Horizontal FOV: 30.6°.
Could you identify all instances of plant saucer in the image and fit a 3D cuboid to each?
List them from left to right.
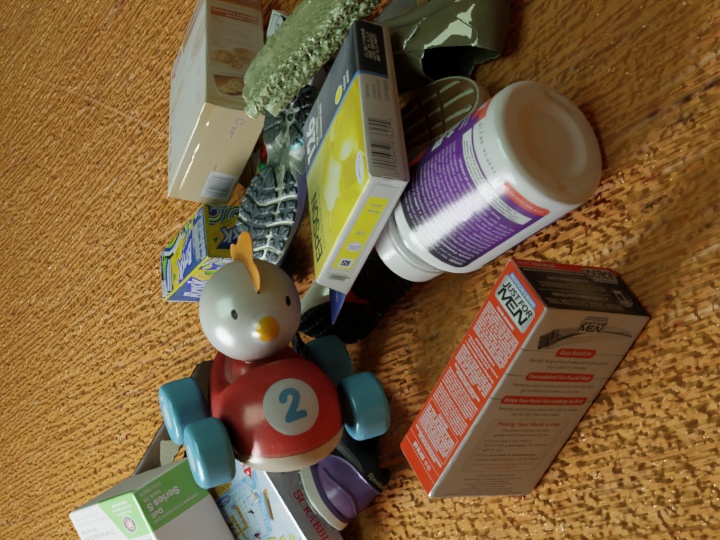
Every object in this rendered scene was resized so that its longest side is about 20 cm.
[{"bbox_3d":[-0.211,0.181,1.494,0.201,0.034,0.200,-60,3,5],"label":"plant saucer"}]

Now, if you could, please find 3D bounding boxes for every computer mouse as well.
[{"bbox_3d":[-0.075,0.030,1.404,0.059,0.034,0.200,119,145,-46],"label":"computer mouse"}]

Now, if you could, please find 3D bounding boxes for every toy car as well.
[{"bbox_3d":[-0.092,0.066,1.207,0.177,0.184,0.200,-138,37,-60],"label":"toy car"}]

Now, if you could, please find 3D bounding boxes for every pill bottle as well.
[{"bbox_3d":[0.097,-0.065,1.104,0.200,0.111,0.112,-35,58,48],"label":"pill bottle"}]

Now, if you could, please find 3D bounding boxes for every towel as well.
[{"bbox_3d":[-0.048,-0.241,1.316,0.200,0.036,0.148,-46,22,10],"label":"towel"}]

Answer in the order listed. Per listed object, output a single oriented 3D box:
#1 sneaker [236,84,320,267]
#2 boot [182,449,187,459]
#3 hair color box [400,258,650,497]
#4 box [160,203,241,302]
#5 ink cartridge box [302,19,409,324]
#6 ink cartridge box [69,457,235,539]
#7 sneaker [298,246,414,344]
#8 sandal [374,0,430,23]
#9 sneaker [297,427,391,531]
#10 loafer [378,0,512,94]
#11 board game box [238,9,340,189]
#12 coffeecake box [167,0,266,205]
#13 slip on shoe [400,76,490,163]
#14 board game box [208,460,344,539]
[{"bbox_3d":[-0.061,-0.089,1.365,0.078,0.086,0.200,18,92,39],"label":"sneaker"},{"bbox_3d":[-0.193,0.270,1.535,0.204,0.073,0.154,147,137,-67],"label":"boot"},{"bbox_3d":[0.126,0.089,1.041,0.200,0.111,0.064,-61,41,30],"label":"hair color box"},{"bbox_3d":[-0.172,-0.016,1.502,0.200,0.070,0.064,147,122,-63],"label":"box"},{"bbox_3d":[-0.017,-0.089,1.195,0.200,0.047,0.198,121,151,-44],"label":"ink cartridge box"},{"bbox_3d":[-0.193,0.309,1.357,0.145,0.084,0.200,-26,92,48],"label":"ink cartridge box"},{"bbox_3d":[0.000,0.000,1.297,0.200,0.070,0.094,-44,28,51],"label":"sneaker"},{"bbox_3d":[0.060,-0.269,1.237,0.200,0.054,0.082,-36,57,48],"label":"sandal"},{"bbox_3d":[-0.021,0.164,1.307,0.088,0.076,0.200,-39,39,9],"label":"sneaker"},{"bbox_3d":[0.061,-0.199,1.208,0.200,0.076,0.068,-28,57,51],"label":"loafer"},{"bbox_3d":[-0.082,-0.175,1.453,0.126,0.035,0.200,38,117,52],"label":"board game box"},{"bbox_3d":[-0.164,-0.199,1.491,0.154,0.073,0.200,121,152,-45],"label":"coffeecake box"},{"bbox_3d":[0.060,-0.114,1.213,0.200,0.061,0.076,-30,42,47],"label":"slip on shoe"},{"bbox_3d":[-0.104,0.273,1.347,0.200,0.041,0.200,-38,82,47],"label":"board game box"}]
